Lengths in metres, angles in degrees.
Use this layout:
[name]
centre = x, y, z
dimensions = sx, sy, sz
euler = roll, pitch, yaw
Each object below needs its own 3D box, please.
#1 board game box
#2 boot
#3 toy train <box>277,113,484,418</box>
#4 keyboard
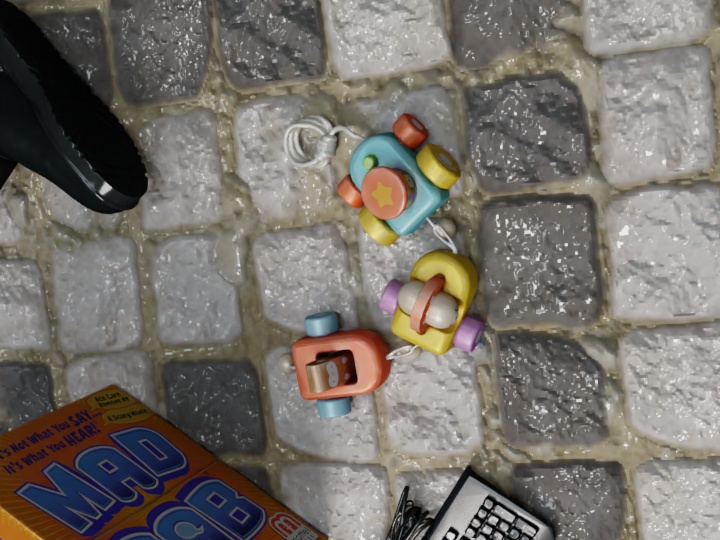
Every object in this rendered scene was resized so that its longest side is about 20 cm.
[board game box]
centre = -0.180, 0.233, 0.961
dimensions = 0.199, 0.200, 0.201
euler = 33, 110, 13
[boot]
centre = -0.255, -0.074, 1.004
dimensions = 0.162, 0.073, 0.199
euler = -45, 75, 20
[toy train]
centre = 0.000, 0.000, 0.924
dimensions = 0.149, 0.056, 0.202
euler = -2, 99, 22
[keyboard]
centre = 0.040, 0.227, 0.959
dimensions = 0.104, 0.040, 0.201
euler = 33, 109, 13
